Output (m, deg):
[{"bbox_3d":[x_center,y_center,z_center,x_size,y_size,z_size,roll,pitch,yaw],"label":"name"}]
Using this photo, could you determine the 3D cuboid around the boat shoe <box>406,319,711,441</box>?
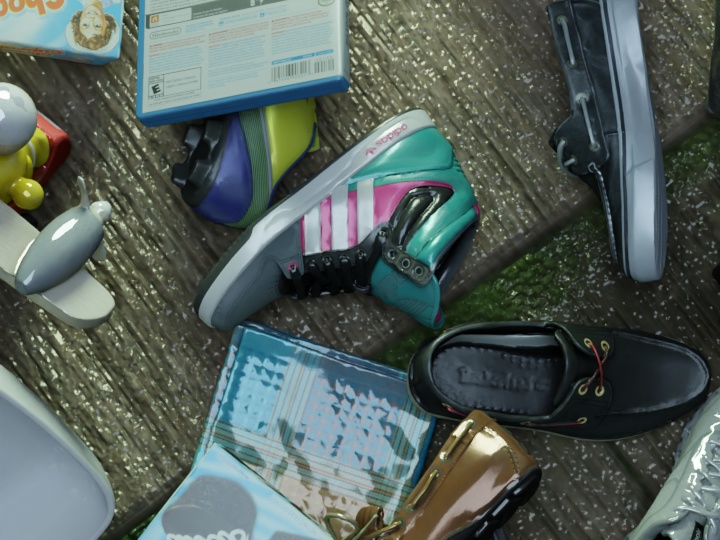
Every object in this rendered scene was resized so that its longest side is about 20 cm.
[{"bbox_3d":[0.132,0.070,1.582,0.201,0.063,0.074,2,81,-8],"label":"boat shoe"}]

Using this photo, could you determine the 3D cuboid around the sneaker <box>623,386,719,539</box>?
[{"bbox_3d":[0.219,0.150,1.568,0.075,0.081,0.200,32,84,7],"label":"sneaker"}]

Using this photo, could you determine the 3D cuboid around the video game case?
[{"bbox_3d":[-0.076,-0.196,1.601,0.143,0.018,0.200,-9,64,18],"label":"video game case"}]

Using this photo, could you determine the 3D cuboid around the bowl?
[{"bbox_3d":[-0.276,0.131,1.549,0.200,0.075,0.200,-36,122,14],"label":"bowl"}]

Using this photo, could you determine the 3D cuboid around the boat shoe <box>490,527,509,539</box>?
[{"bbox_3d":[0.112,0.230,1.565,0.065,0.073,0.200,-37,83,3],"label":"boat shoe"}]

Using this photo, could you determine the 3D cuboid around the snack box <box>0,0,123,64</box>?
[{"bbox_3d":[-0.251,-0.206,1.600,0.200,0.037,0.116,6,84,-24],"label":"snack box"}]

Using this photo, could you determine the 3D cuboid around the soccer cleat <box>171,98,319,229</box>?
[{"bbox_3d":[-0.055,-0.120,1.628,0.084,0.065,0.200,27,80,-25],"label":"soccer cleat"}]

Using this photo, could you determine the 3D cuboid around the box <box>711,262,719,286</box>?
[{"bbox_3d":[0.336,0.008,1.518,0.166,0.200,0.164,-36,83,-2],"label":"box"}]

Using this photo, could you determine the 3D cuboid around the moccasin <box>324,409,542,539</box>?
[{"bbox_3d":[0.021,0.171,1.524,0.078,0.074,0.201,41,88,19],"label":"moccasin"}]

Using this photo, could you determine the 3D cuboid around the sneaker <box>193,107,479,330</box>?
[{"bbox_3d":[0.000,0.000,1.595,0.200,0.084,0.121,-39,74,-4],"label":"sneaker"}]

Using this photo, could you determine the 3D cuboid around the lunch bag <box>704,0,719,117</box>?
[{"bbox_3d":[0.329,-0.155,1.554,0.200,0.164,0.118,7,80,3],"label":"lunch bag"}]

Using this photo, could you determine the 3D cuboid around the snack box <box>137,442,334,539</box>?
[{"bbox_3d":[-0.051,0.217,1.573,0.200,0.037,0.116,38,88,4],"label":"snack box"}]

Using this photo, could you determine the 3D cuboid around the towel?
[{"bbox_3d":[-0.041,0.146,1.607,0.146,0.022,0.200,17,85,5],"label":"towel"}]

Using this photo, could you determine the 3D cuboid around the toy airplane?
[{"bbox_3d":[-0.254,-0.057,1.535,0.200,0.199,0.141,16,125,-30],"label":"toy airplane"}]

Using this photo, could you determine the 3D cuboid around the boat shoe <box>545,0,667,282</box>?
[{"bbox_3d":[0.159,-0.086,1.609,0.071,0.072,0.200,-8,73,10],"label":"boat shoe"}]
